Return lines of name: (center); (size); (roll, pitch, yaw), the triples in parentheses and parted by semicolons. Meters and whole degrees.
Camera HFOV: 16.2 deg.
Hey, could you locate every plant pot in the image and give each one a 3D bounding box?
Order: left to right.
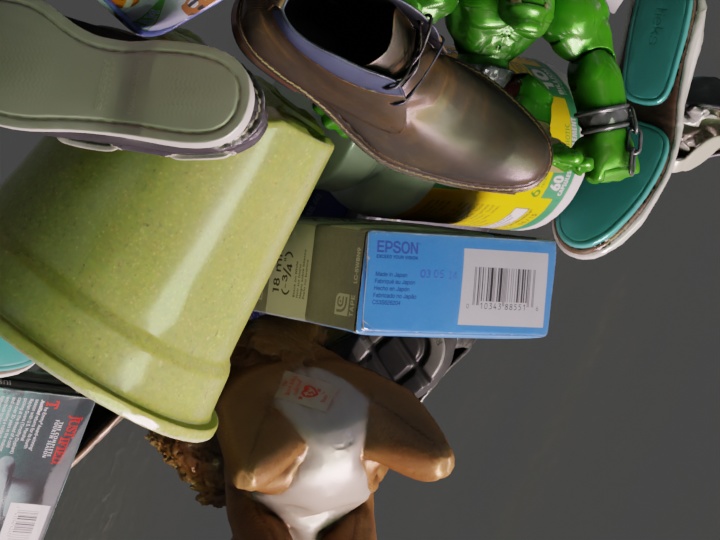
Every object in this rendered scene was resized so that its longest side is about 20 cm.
plant pot: (-0.116, -0.035, 1.447); (0.185, 0.200, 0.200); (-55, 144, 7)

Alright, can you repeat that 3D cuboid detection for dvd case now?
dvd case: (-0.276, 0.112, 1.551); (0.199, 0.022, 0.146); (8, 129, -20)

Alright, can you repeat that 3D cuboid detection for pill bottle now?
pill bottle: (0.041, -0.086, 1.571); (0.199, 0.113, 0.113); (5, 129, -44)

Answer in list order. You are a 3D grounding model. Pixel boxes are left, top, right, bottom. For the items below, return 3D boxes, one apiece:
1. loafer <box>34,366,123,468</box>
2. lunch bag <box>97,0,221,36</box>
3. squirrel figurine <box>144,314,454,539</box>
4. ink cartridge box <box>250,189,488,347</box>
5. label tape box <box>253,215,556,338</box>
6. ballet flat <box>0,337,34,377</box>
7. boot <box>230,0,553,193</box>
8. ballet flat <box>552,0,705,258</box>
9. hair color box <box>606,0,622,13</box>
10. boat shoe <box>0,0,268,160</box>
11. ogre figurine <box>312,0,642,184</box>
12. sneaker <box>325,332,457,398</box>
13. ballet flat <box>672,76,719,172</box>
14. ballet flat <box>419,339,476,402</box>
loafer: (-0.148, 0.064, 1.621); (0.200, 0.063, 0.072); (-41, 138, 9)
lunch bag: (-0.083, -0.226, 1.329); (0.200, 0.076, 0.160); (-39, 144, 5)
squirrel figurine: (-0.053, 0.136, 1.613); (0.141, 0.200, 0.187); (-8, 132, -24)
ink cartridge box: (-0.019, 0.008, 1.695); (0.199, 0.047, 0.198); (-4, 136, -42)
label tape box: (0.000, 0.000, 1.541); (0.144, 0.200, 0.064); (3, 93, -36)
ballet flat: (-0.275, 0.023, 1.471); (0.199, 0.070, 0.070); (8, 127, -43)
boot: (0.023, -0.099, 1.368); (0.075, 0.199, 0.097); (-64, -171, -5)
ballet flat: (0.185, -0.095, 1.661); (0.069, 0.069, 0.201); (33, 74, -55)
hair color box: (0.117, -0.240, 1.487); (0.099, 0.061, 0.200); (-53, 144, 6)
boat shoe: (-0.145, -0.101, 1.351); (0.060, 0.199, 0.074); (45, 55, -74)
ogre figurine: (0.074, -0.123, 1.473); (0.199, 0.120, 0.098); (6, 173, -3)
sneaker: (-0.012, 0.086, 1.693); (0.200, 0.076, 0.079); (-31, -179, 20)
ballet flat: (0.188, -0.093, 1.736); (0.199, 0.073, 0.073); (-11, 139, -33)
ballet flat: (0.032, 0.087, 1.749); (0.200, 0.057, 0.066); (-50, 146, 19)
